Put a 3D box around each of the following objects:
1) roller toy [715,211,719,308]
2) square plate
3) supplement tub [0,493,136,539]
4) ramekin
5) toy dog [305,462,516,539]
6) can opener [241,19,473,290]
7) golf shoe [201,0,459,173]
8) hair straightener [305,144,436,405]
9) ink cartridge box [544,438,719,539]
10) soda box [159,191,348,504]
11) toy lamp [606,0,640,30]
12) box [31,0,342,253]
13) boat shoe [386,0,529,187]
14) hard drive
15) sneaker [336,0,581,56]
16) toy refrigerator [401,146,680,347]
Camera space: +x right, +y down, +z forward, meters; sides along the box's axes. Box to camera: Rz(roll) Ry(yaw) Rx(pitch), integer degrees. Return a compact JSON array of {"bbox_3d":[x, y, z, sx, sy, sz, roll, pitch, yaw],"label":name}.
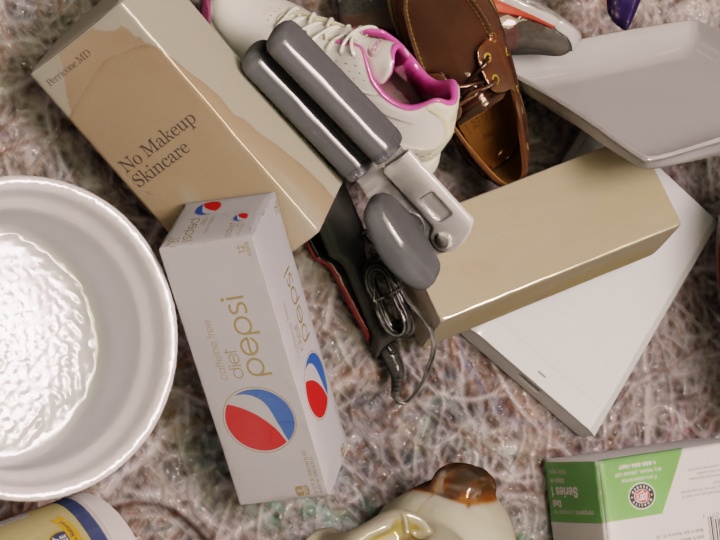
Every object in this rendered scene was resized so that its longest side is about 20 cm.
[{"bbox_3d":[0.342,0.011,1.645,0.138,0.200,0.184,-8,66,-8],"label":"roller toy"},{"bbox_3d":[0.227,-0.127,1.621,0.198,0.198,0.029,-13,121,-28],"label":"square plate"},{"bbox_3d":[-0.232,0.233,1.360,0.199,0.144,0.146,-18,93,-28],"label":"supplement tub"},{"bbox_3d":[-0.225,0.045,1.408,0.199,0.098,0.203,2,85,-27],"label":"ramekin"},{"bbox_3d":[0.049,0.213,1.490,0.200,0.192,0.141,-72,146,-61],"label":"toy dog"},{"bbox_3d":[-0.001,-0.078,1.477,0.200,0.052,0.067,49,36,-13],"label":"can opener"},{"bbox_3d":[-0.016,-0.147,1.519,0.199,0.092,0.076,35,49,-1],"label":"golf shoe"},{"bbox_3d":[0.000,0.000,1.539,0.041,0.077,0.202,-26,97,-31],"label":"hair straightener"},{"bbox_3d":[0.224,0.231,1.628,0.145,0.084,0.202,-5,88,-27],"label":"ink cartridge box"},{"bbox_3d":[-0.068,0.053,1.458,0.064,0.067,0.201,-67,146,-58],"label":"soda box"},{"bbox_3d":[0.107,-0.230,1.589,0.198,0.058,0.059,21,74,9],"label":"toy lamp"},{"bbox_3d":[-0.113,-0.094,1.469,0.200,0.095,0.078,48,28,-14],"label":"box"},{"bbox_3d":[0.077,-0.138,1.548,0.072,0.068,0.201,-25,133,4],"label":"boat shoe"},{"bbox_3d":[0.173,0.004,1.658,0.132,0.026,0.201,40,69,-18],"label":"hard drive"},{"bbox_3d":[0.065,-0.174,1.608,0.198,0.077,0.083,11,107,-25],"label":"sneaker"},{"bbox_3d":[0.120,-0.020,1.587,0.199,0.070,0.076,-22,77,-19],"label":"toy refrigerator"}]
